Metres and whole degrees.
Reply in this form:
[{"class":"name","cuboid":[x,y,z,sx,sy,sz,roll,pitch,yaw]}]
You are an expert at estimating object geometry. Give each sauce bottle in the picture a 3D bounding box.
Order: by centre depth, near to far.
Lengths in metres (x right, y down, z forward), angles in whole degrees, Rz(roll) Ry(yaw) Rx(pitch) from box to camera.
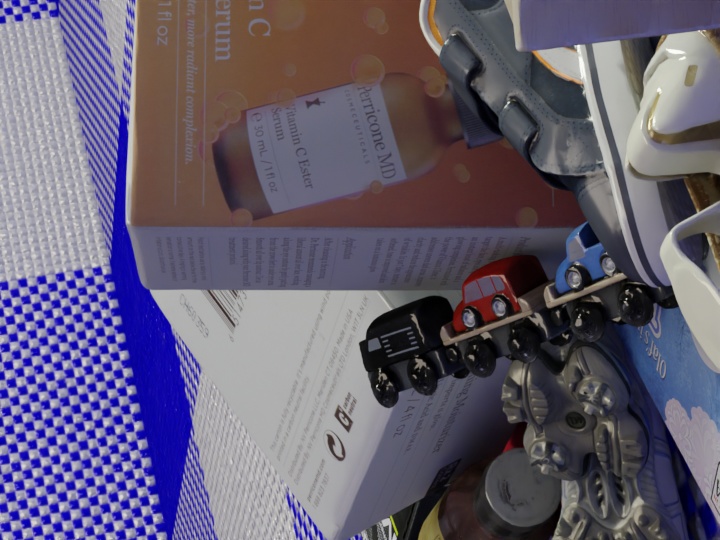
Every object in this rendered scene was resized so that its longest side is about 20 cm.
[{"class":"sauce bottle","cuboid":[0.071,0.139,1.012,0.200,0.065,0.067,100,158,-71]}]

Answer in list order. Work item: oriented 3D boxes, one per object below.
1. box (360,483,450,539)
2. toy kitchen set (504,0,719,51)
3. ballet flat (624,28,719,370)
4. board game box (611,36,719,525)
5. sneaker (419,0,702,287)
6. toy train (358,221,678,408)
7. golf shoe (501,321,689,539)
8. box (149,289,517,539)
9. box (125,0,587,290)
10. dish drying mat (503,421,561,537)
[{"class":"box","cuboid":[0.021,0.111,1.303,0.194,0.047,0.202,106,153,-54]},{"class":"toy kitchen set","cuboid":[0.063,-0.170,0.649,0.180,0.198,0.165,-147,50,-71]},{"class":"ballet flat","cuboid":[0.125,-0.027,0.602,0.071,0.065,0.202,109,151,-54]},{"class":"board game box","cuboid":[0.145,-0.028,0.733,0.201,0.043,0.201,-113,19,-45]},{"class":"sneaker","cuboid":[0.073,-0.075,0.706,0.078,0.079,0.202,42,-148,-55]},{"class":"toy train","cuboid":[0.064,0.016,0.782,0.199,0.034,0.046,-23,89,50]},{"class":"golf shoe","cuboid":[0.127,0.099,0.875,0.097,0.077,0.202,-57,-39,-51]},{"class":"box","cuboid":[0.000,0.000,0.995,0.200,0.130,0.200,51,146,24]},{"class":"box","cuboid":[-0.001,-0.077,0.817,0.106,0.197,0.154,102,167,-75]},{"class":"dish drying mat","cuboid":[0.104,0.110,1.030,0.200,0.018,0.078,-131,34,-65]}]
